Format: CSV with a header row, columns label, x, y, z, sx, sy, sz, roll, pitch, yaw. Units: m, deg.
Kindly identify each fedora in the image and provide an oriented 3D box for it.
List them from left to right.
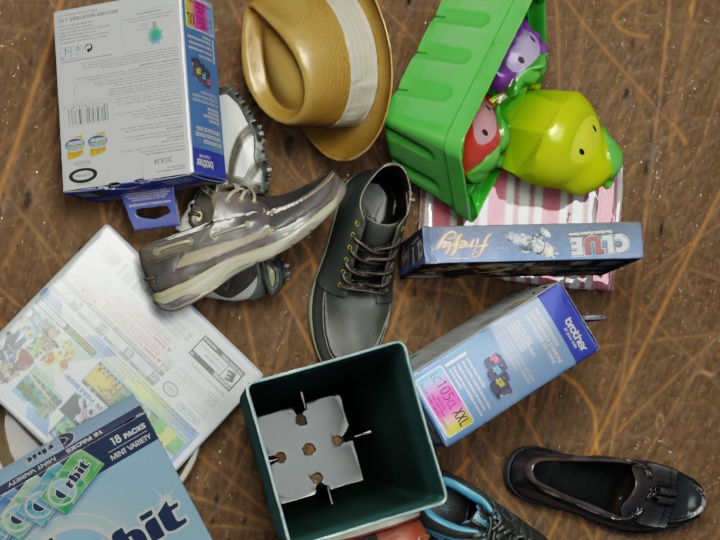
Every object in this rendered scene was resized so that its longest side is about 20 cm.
label,x,y,z,sx,sy,sz,roll,pitch,yaw
fedora,-0.051,-0.192,1.665,0.082,0.200,0.201,-12,85,-35

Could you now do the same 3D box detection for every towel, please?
label,x,y,z,sx,sy,sz,roll,pitch,yaw
towel,0.153,-0.060,1.778,0.199,0.030,0.147,6,82,-7

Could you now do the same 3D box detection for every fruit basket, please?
label,x,y,z,sx,sy,sz,roll,pitch,yaw
fruit basket,0.145,-0.144,1.707,0.215,0.156,0.216,-4,59,7

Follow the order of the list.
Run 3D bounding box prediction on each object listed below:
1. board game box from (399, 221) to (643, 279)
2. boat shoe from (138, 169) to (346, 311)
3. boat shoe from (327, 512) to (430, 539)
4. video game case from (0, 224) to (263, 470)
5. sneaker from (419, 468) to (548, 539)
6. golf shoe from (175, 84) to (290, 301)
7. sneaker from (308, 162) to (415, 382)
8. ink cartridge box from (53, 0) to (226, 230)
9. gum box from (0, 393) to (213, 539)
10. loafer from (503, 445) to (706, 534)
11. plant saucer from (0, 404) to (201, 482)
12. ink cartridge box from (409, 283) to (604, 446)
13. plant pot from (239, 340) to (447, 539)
label,x,y,z,sx,sy,sz,roll,pitch,yaw
board game box,0.143,-0.017,1.689,0.199,0.135,0.035,-1,84,-7
boat shoe,-0.106,-0.040,1.632,0.200,0.074,0.073,-31,100,-6
boat shoe,-0.034,0.260,1.609,0.199,0.071,0.063,-17,90,5
video game case,-0.219,0.092,1.660,0.200,0.022,0.182,44,78,-4
sneaker,0.114,0.247,1.704,0.200,0.082,0.073,31,76,-7
golf shoe,-0.127,-0.070,1.698,0.094,0.078,0.201,-10,84,-12
sneaker,0.000,0.000,1.698,0.074,0.106,0.201,7,82,-10
ink cartridge box,-0.198,-0.140,1.665,0.136,0.076,0.201,-7,82,22
gum box,-0.225,0.234,1.610,0.170,0.045,0.201,-30,119,-10
loafer,0.236,0.208,1.742,0.199,0.063,0.072,11,82,-9
plant saucer,-0.241,0.133,1.676,0.199,0.029,0.201,1,82,-11
ink cartridge box,0.125,0.078,1.691,0.200,0.136,0.077,-33,93,-12
plant pot,-0.031,0.156,1.626,0.141,0.200,0.142,-15,86,-13
